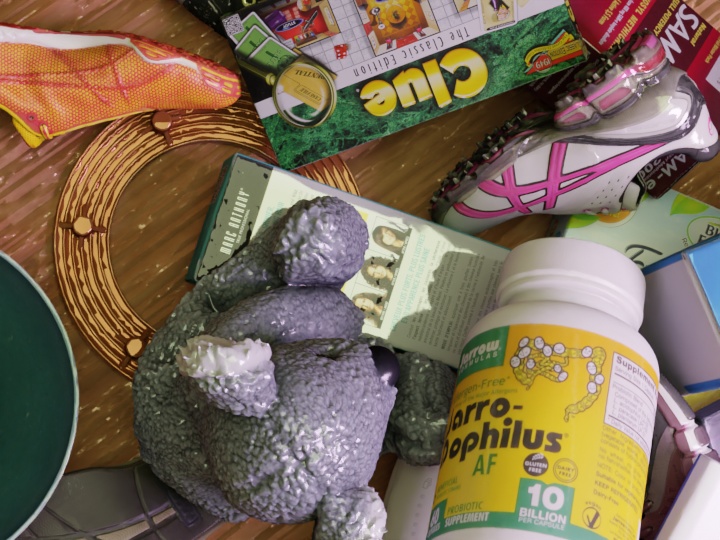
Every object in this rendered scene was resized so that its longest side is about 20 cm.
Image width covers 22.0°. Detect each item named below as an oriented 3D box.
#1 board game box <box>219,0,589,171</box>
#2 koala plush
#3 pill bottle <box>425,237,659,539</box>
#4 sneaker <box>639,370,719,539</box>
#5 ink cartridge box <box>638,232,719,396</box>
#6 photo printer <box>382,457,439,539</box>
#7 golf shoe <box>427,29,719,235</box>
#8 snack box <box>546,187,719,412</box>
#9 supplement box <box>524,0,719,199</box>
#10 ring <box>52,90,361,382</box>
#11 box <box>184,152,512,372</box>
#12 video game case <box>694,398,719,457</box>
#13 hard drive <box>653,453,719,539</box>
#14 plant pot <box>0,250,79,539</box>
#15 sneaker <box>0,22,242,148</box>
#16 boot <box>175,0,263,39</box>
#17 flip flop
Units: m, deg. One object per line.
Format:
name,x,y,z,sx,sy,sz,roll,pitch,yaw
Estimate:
board game box,0.026,-0.140,1.112,0.200,0.023,0.105,-20,104,13
koala plush,-0.040,0.082,1.012,0.184,0.200,0.177,-31,104,1
pill bottle,0.104,0.087,1.019,0.113,0.113,0.200,17,61,-6
sneaker,0.160,0.156,1.082,0.115,0.076,0.200,-25,88,-10
ink cartridge box,0.267,-0.001,1.093,0.200,0.146,0.086,-20,86,-12
photo printer,0.112,0.164,1.146,0.200,0.069,0.167,19,82,-6
golf shoe,0.124,-0.059,1.120,0.092,0.200,0.073,49,42,-10
snack box,0.208,0.031,1.182,0.200,0.053,0.142,22,80,-6
supplement box,0.145,-0.151,1.164,0.200,0.061,0.109,40,44,-4
ring,-0.092,-0.017,1.160,0.200,0.019,0.201,1,83,-9
box,0.000,0.000,1.138,0.200,0.049,0.082,19,84,-11
video game case,0.290,0.153,1.158,0.143,0.019,0.200,-24,106,-22
hard drive,0.204,0.222,1.052,0.132,0.025,0.200,27,92,-11
plant pot,-0.262,0.076,1.066,0.200,0.135,0.200,1,85,-8
sneaker,-0.173,-0.112,1.141,0.200,0.073,0.077,5,96,0
boot,-0.006,-0.199,1.165,0.204,0.073,0.154,-45,94,-4
flip flop,-0.132,0.142,1.124,0.200,0.058,0.081,-28,84,-25
